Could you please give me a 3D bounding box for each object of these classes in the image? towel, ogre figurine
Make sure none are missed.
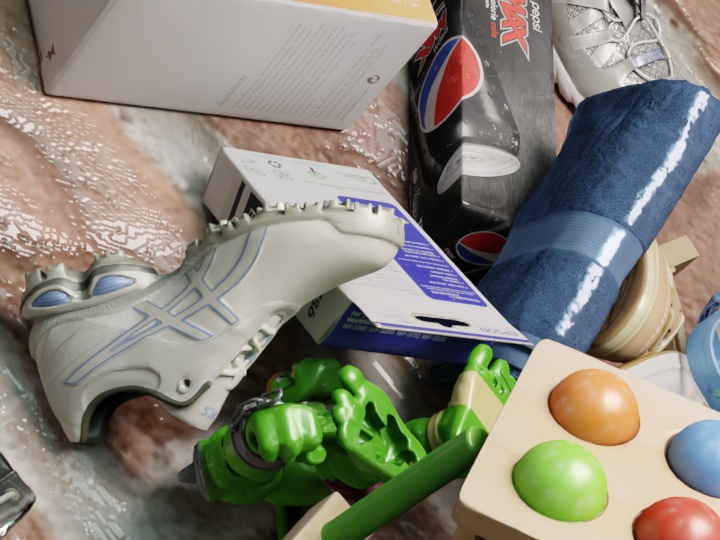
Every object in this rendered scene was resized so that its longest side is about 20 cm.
[{"bbox_3d":[0.114,-0.016,1.338,0.048,0.112,0.200,40,70,-16],"label":"towel"},{"bbox_3d":[-0.003,0.089,1.228,0.200,0.120,0.098,-24,93,-48],"label":"ogre figurine"}]

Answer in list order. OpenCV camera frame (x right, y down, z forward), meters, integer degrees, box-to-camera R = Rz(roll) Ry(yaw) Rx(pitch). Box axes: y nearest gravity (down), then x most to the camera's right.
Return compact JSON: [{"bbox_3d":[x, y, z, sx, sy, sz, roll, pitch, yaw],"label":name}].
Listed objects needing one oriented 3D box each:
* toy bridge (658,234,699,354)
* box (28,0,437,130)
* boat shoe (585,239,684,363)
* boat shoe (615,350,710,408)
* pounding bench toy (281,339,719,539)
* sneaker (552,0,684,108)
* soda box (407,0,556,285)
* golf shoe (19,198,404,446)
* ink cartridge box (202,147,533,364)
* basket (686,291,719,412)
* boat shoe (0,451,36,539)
[{"bbox_3d":[0.216,0.070,1.479,0.067,0.027,0.200,-21,74,-42],"label":"toy bridge"},{"bbox_3d":[-0.080,-0.177,1.393,0.199,0.106,0.153,4,56,-34],"label":"box"},{"bbox_3d":[0.151,0.017,1.388,0.064,0.071,0.200,42,10,-8],"label":"boat shoe"},{"bbox_3d":[0.159,0.090,1.348,0.200,0.071,0.070,17,53,-66],"label":"boat shoe"},{"bbox_3d":[0.067,0.116,1.089,0.199,0.156,0.124,23,38,7],"label":"pounding bench toy"},{"bbox_3d":[0.151,-0.164,1.566,0.075,0.082,0.200,-27,77,-44],"label":"sneaker"},{"bbox_3d":[0.071,-0.089,1.467,0.071,0.063,0.201,20,48,-23],"label":"soda box"},{"bbox_3d":[-0.065,0.028,1.215,0.078,0.199,0.098,28,48,-65],"label":"golf shoe"},{"bbox_3d":[0.000,0.000,1.304,0.099,0.039,0.200,9,23,-31],"label":"ink cartridge box"},{"bbox_3d":[0.263,0.075,1.382,0.200,0.139,0.177,-38,103,-53],"label":"basket"},{"bbox_3d":[-0.202,0.136,1.095,0.071,0.072,0.200,37,42,-1],"label":"boat shoe"}]
